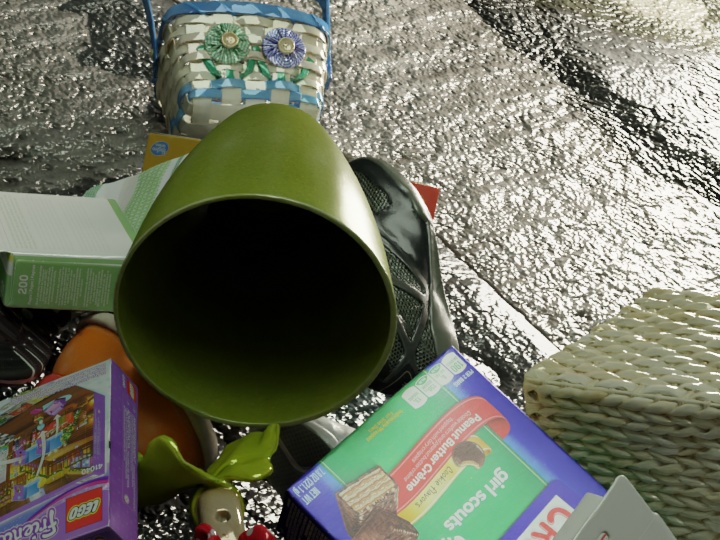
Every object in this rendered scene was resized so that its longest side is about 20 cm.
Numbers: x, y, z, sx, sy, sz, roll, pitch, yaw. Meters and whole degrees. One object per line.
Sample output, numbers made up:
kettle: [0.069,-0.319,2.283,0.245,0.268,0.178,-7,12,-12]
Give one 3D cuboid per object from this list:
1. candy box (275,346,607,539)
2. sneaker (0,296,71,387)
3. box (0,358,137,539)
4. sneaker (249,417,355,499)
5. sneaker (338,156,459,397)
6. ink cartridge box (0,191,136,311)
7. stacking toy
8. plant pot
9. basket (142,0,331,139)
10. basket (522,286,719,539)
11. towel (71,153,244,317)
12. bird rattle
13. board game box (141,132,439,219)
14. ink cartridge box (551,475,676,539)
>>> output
candy box: [0.071,0.181,1.427,0.200,0.077,0.169,43,65,15]
sneaker: [-0.278,0.073,1.489,0.076,0.116,0.200,45,13,-1]
box: [-0.239,0.152,1.359,0.199,0.039,0.137,-21,45,16]
sneaker: [0.010,0.154,1.533,0.200,0.071,0.080,30,33,8]
sneaker: [0.000,0.000,1.540,0.114,0.076,0.200,8,61,-40]
ink cartridge box: [-0.261,-0.019,1.499,0.199,0.048,0.146,3,19,-18]
stacking toy: [-0.213,0.137,1.454,0.200,0.146,0.146,-37,58,-25]
plant pot: [-0.066,-0.026,1.445,0.186,0.188,0.200,10,34,-5]
basket: [-0.105,-0.193,1.884,0.176,0.139,0.201,2,48,-15]
basket: [0.250,0.121,1.516,0.199,0.162,0.198,5,25,42]
towel: [-0.163,-0.041,1.622,0.031,0.199,0.150,46,42,-30]
bird rattle: [-0.082,0.196,1.354,0.112,0.164,0.200,-13,40,-13]
board game box: [-0.059,-0.072,1.706,0.153,0.041,0.200,11,0,-43]
ink cartridge box: [0.163,0.227,1.342,0.117,0.200,0.067,-50,33,-21]
